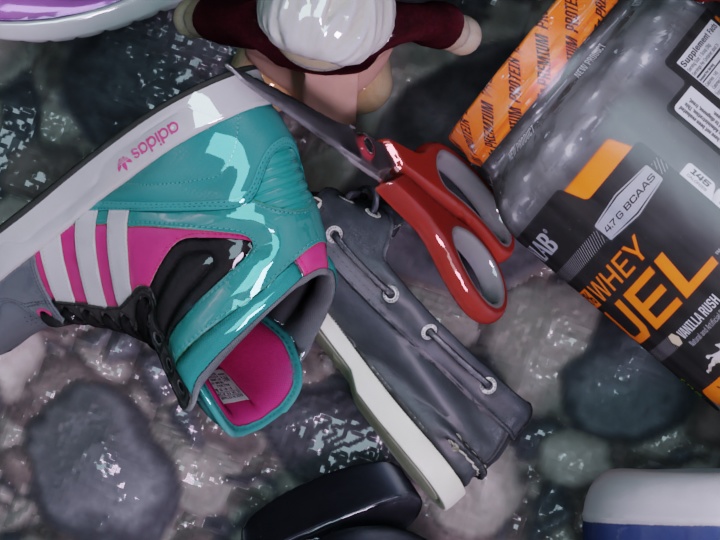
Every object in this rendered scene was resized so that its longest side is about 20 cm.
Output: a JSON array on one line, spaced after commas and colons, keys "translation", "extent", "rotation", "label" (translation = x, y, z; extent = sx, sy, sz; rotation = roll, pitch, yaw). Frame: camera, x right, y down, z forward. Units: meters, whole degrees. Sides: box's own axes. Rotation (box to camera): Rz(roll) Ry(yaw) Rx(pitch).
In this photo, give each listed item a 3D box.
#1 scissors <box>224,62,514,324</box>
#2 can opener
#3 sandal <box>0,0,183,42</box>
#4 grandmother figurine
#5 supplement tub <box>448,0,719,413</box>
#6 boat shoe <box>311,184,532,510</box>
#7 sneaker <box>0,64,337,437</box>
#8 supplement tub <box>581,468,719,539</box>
[{"translation": [0.005, -0.048, 1.185], "extent": [0.014, 0.200, 0.074], "rotation": [-23, 46, 28], "label": "scissors"}, {"translation": [-0.054, 0.157, 1.233], "extent": [0.199, 0.079, 0.064], "rotation": [-31, 126, 2], "label": "can opener"}, {"translation": [-0.078, -0.149, 1.229], "extent": [0.201, 0.050, 0.083], "rotation": [-14, 44, -7], "label": "sandal"}, {"translation": [-0.013, -0.092, 1.167], "extent": [0.120, 0.200, 0.061], "rotation": [-8, 87, 0], "label": "grandmother figurine"}, {"translation": [0.140, -0.026, 1.204], "extent": [0.200, 0.123, 0.123], "rotation": [40, 88, 2], "label": "supplement tub"}, {"translation": [0.000, 0.000, 1.227], "extent": [0.066, 0.075, 0.200], "rotation": [-36, 86, -7], "label": "boat shoe"}, {"translation": [-0.080, 0.017, 1.184], "extent": [0.200, 0.083, 0.121], "rotation": [-35, 81, 41], "label": "sneaker"}, {"translation": [0.159, 0.180, 1.183], "extent": [0.143, 0.144, 0.202], "rotation": [1, 87, 0], "label": "supplement tub"}]
